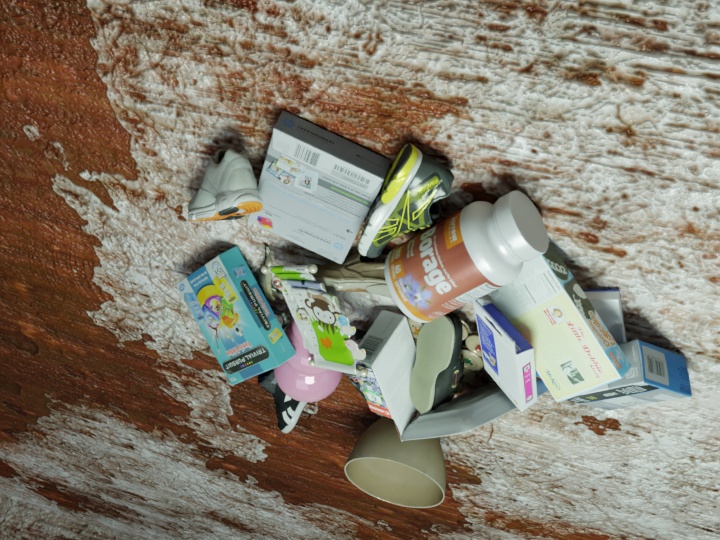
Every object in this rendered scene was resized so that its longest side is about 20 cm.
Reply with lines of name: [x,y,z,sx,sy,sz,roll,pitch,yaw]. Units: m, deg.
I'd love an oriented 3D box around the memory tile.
memory tile: [0.128,0.130,1.195,0.152,0.017,0.201,30,146,5]

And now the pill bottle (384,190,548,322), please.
pill bottle: [0.135,-0.019,0.940,0.199,0.113,0.112,-31,121,35]

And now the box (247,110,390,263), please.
box: [-0.063,-0.106,0.994,0.154,0.041,0.201,24,142,-3]

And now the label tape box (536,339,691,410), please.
label tape box: [0.357,0.164,1.072,0.142,0.067,0.199,17,150,-39]

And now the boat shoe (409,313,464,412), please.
boat shoe: [0.127,0.140,1.146,0.074,0.062,0.203,51,145,39]

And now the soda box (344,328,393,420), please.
soda box: [0.031,0.187,1.268,0.063,0.071,0.201,12,150,36]

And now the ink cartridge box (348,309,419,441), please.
ink cartridge box: [0.052,0.176,1.197,0.050,0.109,0.201,13,140,33]

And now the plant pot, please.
plant pot: [0.081,0.355,1.425,0.198,0.136,0.201,13,143,10]

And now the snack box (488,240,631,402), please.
snack box: [0.260,0.070,0.984,0.116,0.037,0.201,-36,84,49]

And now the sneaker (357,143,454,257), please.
sneaker: [0.056,-0.072,0.950,0.084,0.075,0.201,23,143,-5]

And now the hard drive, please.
hard drive: [0.282,0.077,1.071,0.198,0.026,0.133,-1,139,26]

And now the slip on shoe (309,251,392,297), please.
slip on shoe: [0.000,0.000,1.086,0.198,0.076,0.061,8,101,32]

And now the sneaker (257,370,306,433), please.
sneaker: [-0.160,0.244,1.463,0.111,0.073,0.201,26,135,-2]

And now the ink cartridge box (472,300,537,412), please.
ink cartridge box: [0.205,0.114,1.028,0.095,0.037,0.201,52,171,38]

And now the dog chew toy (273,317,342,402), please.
dog chew toy: [-0.084,0.134,1.246,0.123,0.125,0.201,17,135,5]

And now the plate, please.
plate: [0.184,0.220,1.181,0.200,0.198,0.033,-29,81,57]

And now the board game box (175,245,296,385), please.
board game box: [-0.211,0.080,1.216,0.150,0.047,0.202,-26,93,45]

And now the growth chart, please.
growth chart: [-0.066,0.074,1.111,0.144,0.018,0.202,-7,113,47]

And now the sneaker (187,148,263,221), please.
sneaker: [-0.193,-0.120,1.025,0.075,0.093,0.199,-6,180,-33]

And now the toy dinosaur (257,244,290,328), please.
toy dinosaur: [-0.147,0.044,1.218,0.088,0.048,0.201,31,140,3]
